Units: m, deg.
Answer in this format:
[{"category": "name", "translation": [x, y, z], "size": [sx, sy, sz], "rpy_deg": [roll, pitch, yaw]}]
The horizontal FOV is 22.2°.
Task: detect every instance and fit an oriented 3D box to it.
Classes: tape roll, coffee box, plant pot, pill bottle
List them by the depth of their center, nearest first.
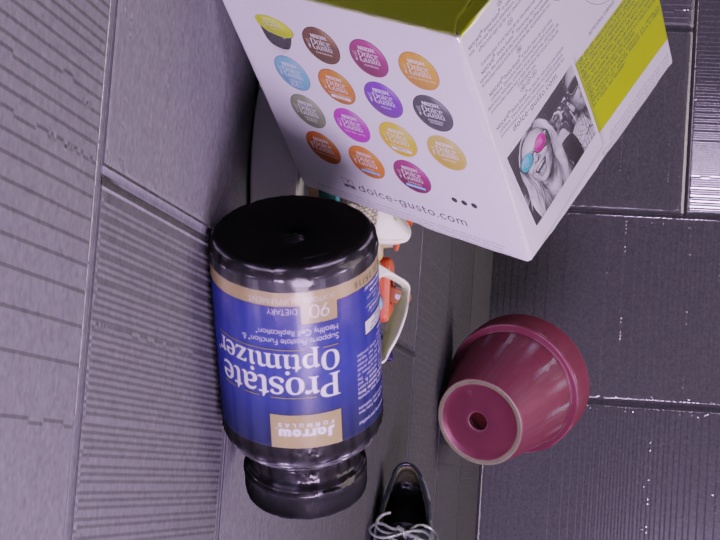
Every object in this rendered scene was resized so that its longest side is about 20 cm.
[{"category": "coffee box", "translation": [0.061, -0.165, 1.213], "size": [0.200, 0.199, 0.198], "rpy_deg": [-51, 141, -26]}, {"category": "pill bottle", "translation": [-0.040, 0.061, 1.225], "size": [0.112, 0.111, 0.201], "rpy_deg": [-71, 161, -60]}, {"category": "tape roll", "translation": [-0.045, -0.079, 1.383], "size": [0.203, 0.037, 0.204], "rpy_deg": [3, 90, -80]}, {"category": "plant pot", "translation": [0.201, 0.182, 2.583], "size": [0.179, 0.199, 0.201], "rpy_deg": [-36, 130, -58]}]

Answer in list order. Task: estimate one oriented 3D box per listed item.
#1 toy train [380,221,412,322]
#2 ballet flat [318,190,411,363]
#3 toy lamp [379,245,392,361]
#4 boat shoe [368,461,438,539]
[{"category": "toy train", "translation": [0.022, -0.005, 1.769], "size": [0.200, 0.055, 0.151], "rpy_deg": [1, 92, -81]}, {"category": "ballet flat", "translation": [0.000, 0.000, 1.334], "size": [0.068, 0.075, 0.201], "rpy_deg": [156, -61, -75]}, {"category": "toy lamp", "translation": [0.009, -0.030, 1.453], "size": [0.058, 0.058, 0.201], "rpy_deg": [38, 58, -79]}, {"category": "boat shoe", "translation": [0.047, 0.287, 1.961], "size": [0.200, 0.074, 0.062], "rpy_deg": [-77, 168, -54]}]
